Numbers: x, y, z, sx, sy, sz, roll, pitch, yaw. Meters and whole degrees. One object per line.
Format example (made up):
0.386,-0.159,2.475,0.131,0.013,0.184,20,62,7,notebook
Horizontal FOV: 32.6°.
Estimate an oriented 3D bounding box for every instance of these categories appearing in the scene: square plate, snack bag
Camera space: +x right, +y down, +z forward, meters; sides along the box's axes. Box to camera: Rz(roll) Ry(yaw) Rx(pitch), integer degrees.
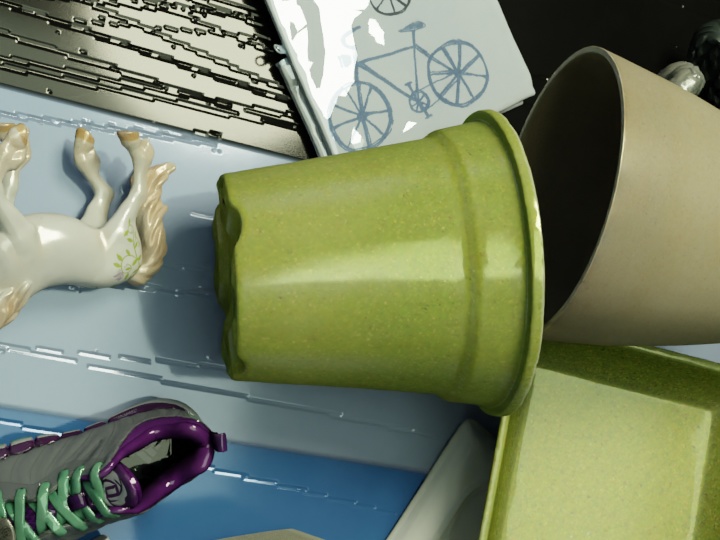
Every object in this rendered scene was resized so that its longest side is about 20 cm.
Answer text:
0.097,0.247,0.899,0.198,0.028,0.201,41,73,-15,square plate
0.018,-0.182,0.895,0.187,0.021,0.202,-28,98,-23,snack bag

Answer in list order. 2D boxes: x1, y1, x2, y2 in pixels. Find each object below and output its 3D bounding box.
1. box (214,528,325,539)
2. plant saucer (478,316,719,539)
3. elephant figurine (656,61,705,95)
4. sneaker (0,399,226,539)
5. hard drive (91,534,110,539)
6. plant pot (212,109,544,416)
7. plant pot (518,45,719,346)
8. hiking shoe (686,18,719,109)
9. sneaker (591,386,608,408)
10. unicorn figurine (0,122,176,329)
-0.036,0.207,0.749,0.081,0.200,0.069,-4,88,-23,box
0.176,0.151,0.853,0.197,0.048,0.202,15,79,-11,plant saucer
0.268,-0.046,0.929,0.200,0.155,0.142,44,49,-6,elephant figurine
-0.179,0.132,0.744,0.199,0.087,0.075,-26,97,-23,sneaker
-0.176,0.290,0.778,0.131,0.027,0.202,-27,98,-22,hard drive
0.000,0.000,0.797,0.182,0.200,0.203,-3,88,-13,plant pot
0.213,-0.026,0.802,0.198,0.187,0.190,14,81,-13,plant pot
0.343,-0.154,1.015,0.199,0.074,0.087,33,67,-28,hiking shoe
0.192,0.127,0.941,0.201,0.074,0.087,54,36,-4,sneaker
-0.201,-0.020,0.757,0.198,0.074,0.139,1,97,-29,unicorn figurine
